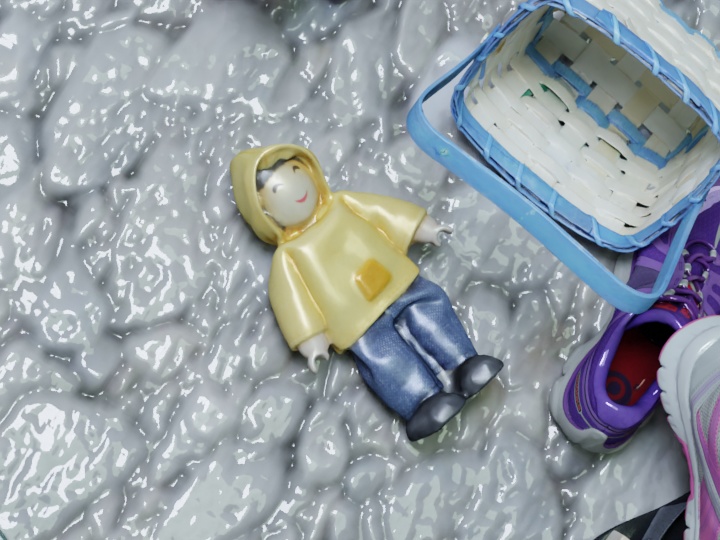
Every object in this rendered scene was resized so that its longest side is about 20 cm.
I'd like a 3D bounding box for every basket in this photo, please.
[{"bbox_3d":[0.136,-0.081,1.077,0.176,0.139,0.200,41,41,2],"label":"basket"}]

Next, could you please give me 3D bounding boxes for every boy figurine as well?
[{"bbox_3d":[0.000,0.000,1.078,0.124,0.064,0.201,-38,91,-16],"label":"boy figurine"}]

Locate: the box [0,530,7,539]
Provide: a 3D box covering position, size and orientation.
[{"bbox_3d":[-0.277,0.154,0.988,0.144,0.036,0.201,-36,88,-18],"label":"box"}]

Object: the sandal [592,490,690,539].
[{"bbox_3d":[0.194,0.171,1.093,0.199,0.043,0.076,-35,87,-19],"label":"sandal"}]

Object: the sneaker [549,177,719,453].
[{"bbox_3d":[0.192,0.023,1.107,0.080,0.083,0.201,31,71,-5],"label":"sneaker"}]

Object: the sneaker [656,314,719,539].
[{"bbox_3d":[0.231,0.127,1.035,0.081,0.088,0.202,-21,100,-19],"label":"sneaker"}]

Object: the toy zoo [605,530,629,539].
[{"bbox_3d":[0.136,0.269,1.043,0.131,0.020,0.200,40,84,-10],"label":"toy zoo"}]
